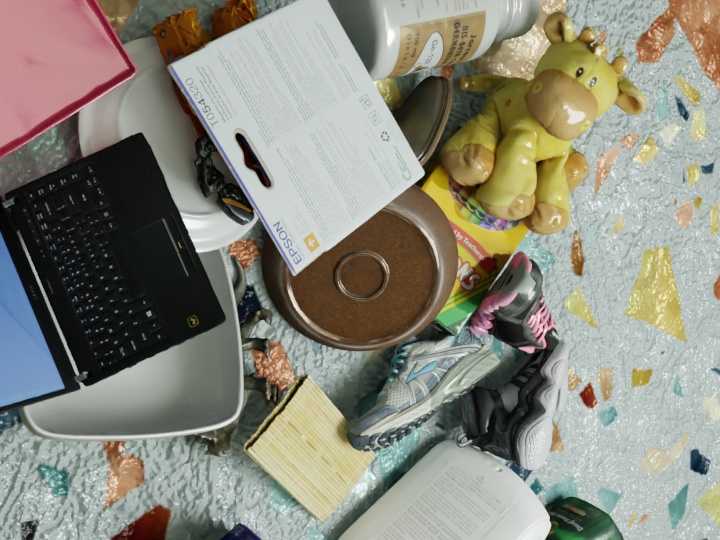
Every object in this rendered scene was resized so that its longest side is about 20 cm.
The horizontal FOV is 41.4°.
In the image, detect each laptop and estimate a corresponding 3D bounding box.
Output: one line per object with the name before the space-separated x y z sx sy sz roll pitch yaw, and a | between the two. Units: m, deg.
laptop | -0.235 -0.002 0.733 0.200 0.103 0.178 -25 83 -2

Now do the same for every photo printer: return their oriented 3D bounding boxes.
photo printer | 0.096 0.289 1.046 0.200 0.166 0.070 -41 138 -18

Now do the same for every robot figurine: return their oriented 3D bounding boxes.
robot figurine | -0.102 -0.141 0.860 0.145 0.058 0.200 -32 101 -43

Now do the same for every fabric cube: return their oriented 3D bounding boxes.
fabric cube | -0.317 -0.180 0.689 0.196 0.199 0.200 -36 115 -19

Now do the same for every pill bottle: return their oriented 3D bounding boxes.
pill bottle | 0.075 -0.261 0.950 0.200 0.114 0.115 -18 108 -26

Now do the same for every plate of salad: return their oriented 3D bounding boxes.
plate of salad | -0.167 -0.113 0.870 0.200 0.048 0.201 11 73 -40

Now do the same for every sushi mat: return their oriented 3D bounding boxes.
sushi mat | -0.048 0.188 0.986 0.096 0.012 0.200 -50 142 -15

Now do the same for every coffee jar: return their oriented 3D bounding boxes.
coffee jar | 0.221 0.366 1.167 0.200 0.104 0.086 -28 110 -23

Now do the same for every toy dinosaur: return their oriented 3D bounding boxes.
toy dinosaur | -0.134 0.086 0.918 0.102 0.077 0.201 -5 89 4

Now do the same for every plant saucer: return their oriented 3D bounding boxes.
plant saucer | 0.000 0.000 0.950 0.199 0.035 0.201 0 115 -1

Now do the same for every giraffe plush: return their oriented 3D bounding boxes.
giraffe plush | 0.196 -0.160 0.970 0.172 0.162 0.201 21 58 -21

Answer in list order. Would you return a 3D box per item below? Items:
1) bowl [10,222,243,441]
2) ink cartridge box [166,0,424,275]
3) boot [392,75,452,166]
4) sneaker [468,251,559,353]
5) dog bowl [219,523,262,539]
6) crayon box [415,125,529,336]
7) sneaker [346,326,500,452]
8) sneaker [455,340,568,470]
bowl | -0.210 0.056 0.839 0.199 0.075 0.200 2 69 -31
ink cartridge box | -0.055 -0.122 0.829 0.200 0.043 0.197 -39 104 -39
boot | 0.013 -0.132 0.963 0.097 0.075 0.200 35 83 -33
sneaker | 0.178 0.045 1.020 0.095 0.200 0.079 36 80 8
dog bowl | -0.080 0.346 0.932 0.079 0.200 0.200 -42 117 -19
crayon box | 0.104 -0.046 1.027 0.127 0.051 0.200 37 80 -10
sneaker | 0.055 0.123 1.040 0.200 0.078 0.086 -29 73 -30
sneaker | 0.177 0.143 1.114 0.200 0.113 0.076 -57 147 -49
